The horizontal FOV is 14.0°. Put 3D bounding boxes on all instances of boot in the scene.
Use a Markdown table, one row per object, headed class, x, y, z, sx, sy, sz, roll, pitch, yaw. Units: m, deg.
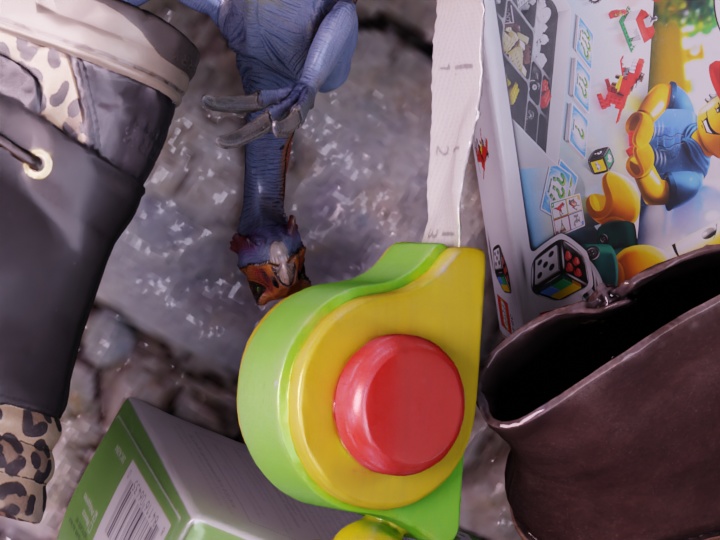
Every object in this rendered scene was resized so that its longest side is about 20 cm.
| class | x | y | z | sx | sy | sz | roll | pitch | yaw |
| --- | --- | --- | --- | --- | --- | --- | --- | --- | --- |
| boot | -0.156 | -0.019 | 0.838 | 0.199 | 0.073 | 0.152 | 12 | 83 | 8 |
| boot | 0.138 | 0.035 | 0.955 | 0.199 | 0.073 | 0.167 | -26 | 153 | 0 |

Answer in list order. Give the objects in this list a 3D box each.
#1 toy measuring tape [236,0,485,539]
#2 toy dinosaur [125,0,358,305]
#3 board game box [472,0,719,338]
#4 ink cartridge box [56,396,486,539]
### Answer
| class | x | y | z | sx | sy | sz | roll | pitch | yaw |
| --- | --- | --- | --- | --- | --- | --- | --- | --- | --- |
| toy measuring tape | 0.000 | 0.000 | 0.885 | 0.073 | 0.074 | 0.202 | 4 | 90 | -17 |
| toy dinosaur | -0.011 | -0.082 | 0.901 | 0.199 | 0.105 | 0.182 | -28 | 140 | -13 |
| board game box | 0.095 | -0.081 | 0.965 | 0.125 | 0.035 | 0.201 | -14 | 111 | -12 |
| ink cartridge box | 0.007 | 0.118 | 0.967 | 0.199 | 0.104 | 0.060 | 23 | 100 | -22 |
